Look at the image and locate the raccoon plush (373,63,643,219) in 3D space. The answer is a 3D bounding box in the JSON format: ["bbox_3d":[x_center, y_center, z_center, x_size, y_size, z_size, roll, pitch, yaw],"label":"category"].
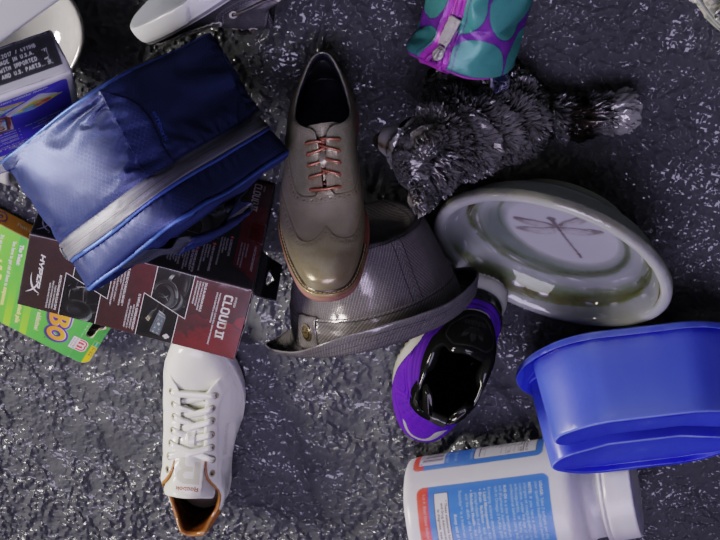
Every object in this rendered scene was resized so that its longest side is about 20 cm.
[{"bbox_3d":[0.110,-0.108,1.479,0.198,0.134,0.098,-12,115,15],"label":"raccoon plush"}]

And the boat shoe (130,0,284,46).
[{"bbox_3d":[-0.079,-0.212,1.478,0.199,0.070,0.066,-28,117,14],"label":"boat shoe"}]

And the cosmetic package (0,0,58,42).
[{"bbox_3d":[-0.231,-0.275,1.362,0.198,0.201,0.123,-30,117,24],"label":"cosmetic package"}]

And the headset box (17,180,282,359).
[{"bbox_3d":[-0.159,-0.020,1.567,0.198,0.149,0.078,15,127,-6],"label":"headset box"}]

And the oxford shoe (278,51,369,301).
[{"bbox_3d":[-0.032,-0.073,1.478,0.070,0.202,0.074,-6,149,1],"label":"oxford shoe"}]

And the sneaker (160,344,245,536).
[{"bbox_3d":[-0.140,0.149,1.725,0.072,0.085,0.202,3,124,6],"label":"sneaker"}]

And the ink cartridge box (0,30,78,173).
[{"bbox_3d":[-0.306,-0.103,1.454,0.196,0.200,0.044,-21,81,-9],"label":"ink cartridge box"}]

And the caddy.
[{"bbox_3d":[0.230,0.095,1.625,0.198,0.106,0.142,-7,155,0],"label":"caddy"}]

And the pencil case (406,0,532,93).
[{"bbox_3d":[0.095,-0.236,1.424,0.085,0.092,0.202,26,126,17],"label":"pencil case"}]

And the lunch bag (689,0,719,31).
[{"bbox_3d":[0.291,-0.260,1.322,0.139,0.201,0.168,37,120,-19],"label":"lunch bag"}]

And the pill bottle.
[{"bbox_3d":[0.145,0.207,1.719,0.198,0.113,0.113,-9,124,13],"label":"pill bottle"}]

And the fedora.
[{"bbox_3d":[0.000,0.000,1.559,0.175,0.200,0.091,-22,103,-18],"label":"fedora"}]

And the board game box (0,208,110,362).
[{"bbox_3d":[-0.300,0.000,1.670,0.199,0.030,0.096,30,123,-12],"label":"board game box"}]

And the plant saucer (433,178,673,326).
[{"bbox_3d":[0.159,-0.024,1.564,0.198,0.051,0.201,19,156,8],"label":"plant saucer"}]

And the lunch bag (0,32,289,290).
[{"bbox_3d":[-0.148,-0.076,1.444,0.135,0.200,0.133,-31,93,35],"label":"lunch bag"}]

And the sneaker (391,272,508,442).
[{"bbox_3d":[0.066,0.098,1.646,0.069,0.100,0.201,14,137,-5],"label":"sneaker"}]

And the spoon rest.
[{"bbox_3d":[-0.274,-0.147,1.542,0.098,0.061,0.201,14,126,-4],"label":"spoon rest"}]
